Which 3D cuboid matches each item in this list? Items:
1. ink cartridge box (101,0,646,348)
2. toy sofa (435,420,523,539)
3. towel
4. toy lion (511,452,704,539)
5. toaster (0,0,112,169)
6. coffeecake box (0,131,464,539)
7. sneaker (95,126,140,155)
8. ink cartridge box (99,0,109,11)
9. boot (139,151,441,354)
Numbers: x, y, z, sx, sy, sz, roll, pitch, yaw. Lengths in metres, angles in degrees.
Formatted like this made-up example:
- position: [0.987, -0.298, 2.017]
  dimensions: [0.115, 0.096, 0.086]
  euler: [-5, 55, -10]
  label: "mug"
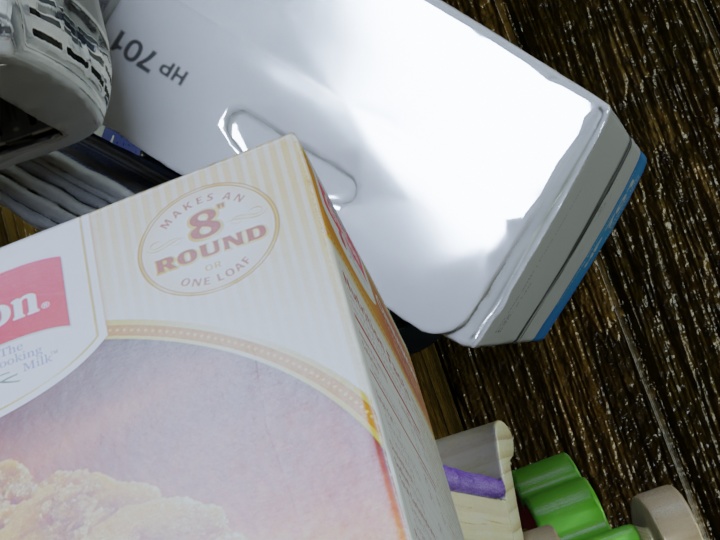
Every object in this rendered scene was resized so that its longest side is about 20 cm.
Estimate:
- position: [0.008, -0.046, 0.729]
  dimensions: [0.146, 0.086, 0.200]
  euler: [33, 3, 9]
  label: "ink cartridge box"
- position: [-0.027, 0.065, 0.760]
  dimensions: [0.200, 0.083, 0.098]
  euler: [19, 56, -56]
  label: "toy sofa"
- position: [-0.076, -0.021, 0.730]
  dimensions: [0.147, 0.024, 0.200]
  euler: [29, 3, 11]
  label: "towel"
- position: [0.106, 0.169, 0.893]
  dimensions: [0.192, 0.068, 0.201]
  euler: [101, -30, -78]
  label: "toy lion"
- position: [-0.129, -0.090, 0.553]
  dimensions: [0.200, 0.113, 0.130]
  euler: [45, 28, -83]
  label: "toaster"
- position: [-0.052, 0.089, 0.388]
  dimensions: [0.200, 0.153, 0.073]
  euler: [-106, 173, -45]
  label: "coffeecake box"
- position: [-0.107, -0.117, 0.873]
  dimensions: [0.200, 0.115, 0.081]
  euler: [64, 8, -49]
  label: "sneaker"
- position: [-0.082, -0.161, 0.749]
  dimensions: [0.068, 0.115, 0.200]
  euler: [-105, -149, -49]
  label: "ink cartridge box"
- position: [0.000, 0.000, 0.951]
  dimensions: [0.200, 0.077, 0.168]
  euler: [21, -5, -34]
  label: "boot"
